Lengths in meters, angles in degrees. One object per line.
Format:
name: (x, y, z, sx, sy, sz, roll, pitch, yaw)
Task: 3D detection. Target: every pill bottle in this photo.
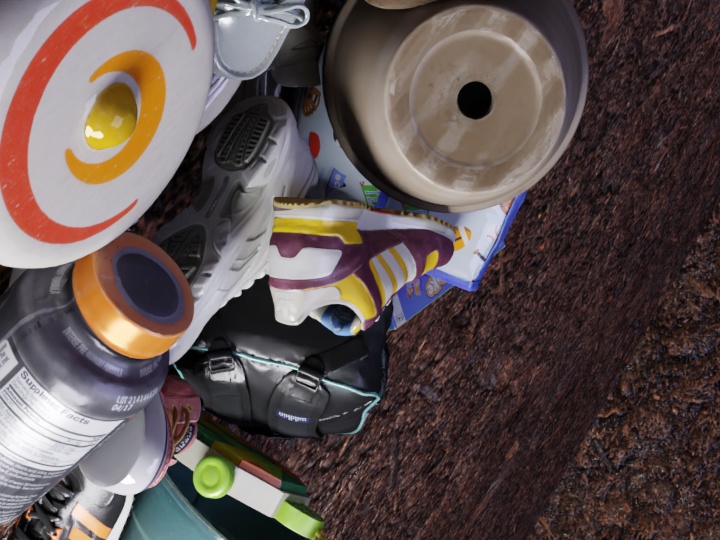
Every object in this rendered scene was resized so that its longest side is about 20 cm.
pill bottle: (-0.185, 0.062, 0.715, 0.199, 0.107, 0.106, -39, 167, 28)

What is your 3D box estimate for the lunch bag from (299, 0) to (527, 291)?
lunch bag: (0.046, -0.101, 0.980, 0.123, 0.198, 0.172, -5, 123, -62)

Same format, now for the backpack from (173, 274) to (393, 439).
backpack: (-0.061, 0.057, 0.974, 0.201, 0.173, 0.156, 99, 0, -63)

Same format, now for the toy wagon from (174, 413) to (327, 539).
toy wagon: (-0.098, 0.168, 0.991, 0.040, 0.198, 0.155, -59, 156, -4)

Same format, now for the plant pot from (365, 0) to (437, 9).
plant pot: (0.023, -0.300, 0.730, 0.188, 0.186, 0.200, -52, 126, -17)

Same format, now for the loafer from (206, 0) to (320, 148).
loafer: (-0.055, -0.156, 0.873, 0.070, 0.069, 0.203, -25, 139, -53)

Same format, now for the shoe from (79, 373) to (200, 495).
shoe: (-0.143, 0.102, 0.812, 0.090, 0.200, 0.072, 31, 91, -30)

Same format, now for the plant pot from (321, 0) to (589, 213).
plant pot: (0.071, -0.126, 0.819, 0.174, 0.197, 0.203, -97, -149, -76)

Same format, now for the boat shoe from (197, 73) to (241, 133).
boat shoe: (-0.101, -0.187, 0.756, 0.203, 0.074, 0.093, -65, 152, -9)

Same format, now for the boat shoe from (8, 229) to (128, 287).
boat shoe: (-0.171, -0.040, 0.768, 0.071, 0.069, 0.203, -17, 132, -57)

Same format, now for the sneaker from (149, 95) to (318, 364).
sneaker: (-0.084, -0.014, 0.832, 0.202, 0.077, 0.099, -59, 138, -11)

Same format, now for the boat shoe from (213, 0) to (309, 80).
boat shoe: (-0.051, -0.193, 0.681, 0.073, 0.065, 0.204, 8, 126, -25)

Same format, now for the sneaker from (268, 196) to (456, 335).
sneaker: (0.000, 0.000, 0.854, 0.199, 0.074, 0.092, 6, 91, -54)

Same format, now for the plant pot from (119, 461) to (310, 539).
plant pot: (-0.156, 0.289, 1.045, 0.197, 0.200, 0.200, -52, 157, 3)

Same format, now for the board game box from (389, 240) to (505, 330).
board game box: (0.031, 0.001, 1.148, 0.199, 0.133, 0.045, -33, 109, -46)

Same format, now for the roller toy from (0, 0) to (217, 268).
roller toy: (-0.167, -0.103, 0.617, 0.199, 0.139, 0.185, -5, 122, -63)

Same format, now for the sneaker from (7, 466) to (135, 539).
sneaker: (-0.231, 0.198, 0.917, 0.090, 0.069, 0.203, -33, 146, -52)
